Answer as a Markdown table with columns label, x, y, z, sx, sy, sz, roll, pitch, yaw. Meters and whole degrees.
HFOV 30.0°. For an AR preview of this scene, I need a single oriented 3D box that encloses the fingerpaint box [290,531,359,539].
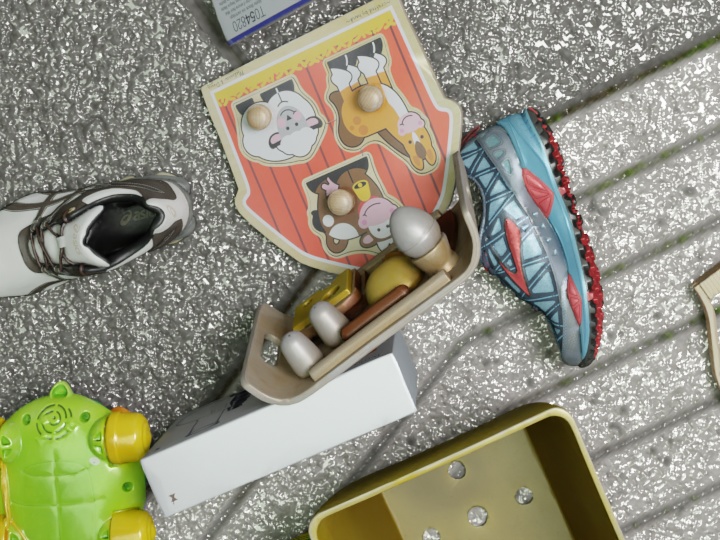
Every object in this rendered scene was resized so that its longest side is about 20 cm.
| label | x | y | z | sx | sy | sz | roll | pitch | yaw |
| --- | --- | --- | --- | --- | --- | --- | --- | --- | --- |
| fingerpaint box | -0.033 | 0.321 | 1.080 | 0.165 | 0.073 | 0.202 | -25 | 96 | 6 |

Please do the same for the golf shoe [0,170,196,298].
| label | x | y | z | sx | sy | sz | roll | pitch | yaw |
| --- | --- | --- | --- | --- | --- | --- | --- | --- | --- |
| golf shoe | -0.227 | -0.028 | 1.034 | 0.198 | 0.095 | 0.079 | -20 | 97 | 6 |

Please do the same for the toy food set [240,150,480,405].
| label | x | y | z | sx | sy | sz | roll | pitch | yaw |
| --- | --- | --- | --- | --- | --- | --- | --- | --- | --- |
| toy food set | 0.000 | 0.000 | 0.962 | 0.199 | 0.144 | 0.061 | -36 | 106 | 13 |

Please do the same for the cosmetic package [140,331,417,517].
| label | x | y | z | sx | sy | sz | roll | pitch | yaw |
| --- | --- | --- | --- | --- | --- | --- | --- | --- | --- |
| cosmetic package | -0.055 | 0.109 | 1.016 | 0.198 | 0.151 | 0.052 | -23 | 96 | 4 |

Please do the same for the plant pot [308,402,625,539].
| label | x | y | z | sx | sy | sz | roll | pitch | yaw |
| --- | --- | --- | --- | --- | --- | --- | --- | --- | --- |
| plant pot | 0.092 | 0.210 | 1.009 | 0.198 | 0.176 | 0.202 | -24 | 96 | 4 |

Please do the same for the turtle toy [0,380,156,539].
| label | x | y | z | sx | sy | sz | roll | pitch | yaw |
| --- | --- | --- | --- | --- | --- | --- | --- | --- | --- |
| turtle toy | -0.226 | 0.185 | 1.056 | 0.144 | 0.101 | 0.203 | -2 | 98 | 3 |

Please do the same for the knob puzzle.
| label | x | y | z | sx | sy | sz | roll | pitch | yaw |
| --- | --- | --- | --- | --- | --- | --- | --- | --- | --- |
| knob puzzle | -0.013 | -0.083 | 1.030 | 0.217 | 0.030 | 0.223 | 3 | 102 | 14 |

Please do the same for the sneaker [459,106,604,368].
| label | x | y | z | sx | sy | sz | roll | pitch | yaw |
| --- | --- | --- | --- | --- | --- | --- | --- | --- | --- |
| sneaker | 0.129 | -0.018 | 1.042 | 0.095 | 0.079 | 0.202 | -17 | 90 | 18 |

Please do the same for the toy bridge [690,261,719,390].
| label | x | y | z | sx | sy | sz | roll | pitch | yaw |
| --- | --- | --- | --- | --- | --- | --- | --- | --- | --- |
| toy bridge | 0.322 | 0.090 | 1.061 | 0.067 | 0.027 | 0.201 | -36 | 95 | 8 |

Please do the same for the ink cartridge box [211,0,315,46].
| label | x | y | z | sx | sy | sz | roll | pitch | yaw |
| --- | --- | --- | --- | --- | --- | --- | --- | --- | --- |
| ink cartridge box | -0.066 | -0.285 | 0.961 | 0.040 | 0.199 | 0.202 | -25 | 97 | -39 |
